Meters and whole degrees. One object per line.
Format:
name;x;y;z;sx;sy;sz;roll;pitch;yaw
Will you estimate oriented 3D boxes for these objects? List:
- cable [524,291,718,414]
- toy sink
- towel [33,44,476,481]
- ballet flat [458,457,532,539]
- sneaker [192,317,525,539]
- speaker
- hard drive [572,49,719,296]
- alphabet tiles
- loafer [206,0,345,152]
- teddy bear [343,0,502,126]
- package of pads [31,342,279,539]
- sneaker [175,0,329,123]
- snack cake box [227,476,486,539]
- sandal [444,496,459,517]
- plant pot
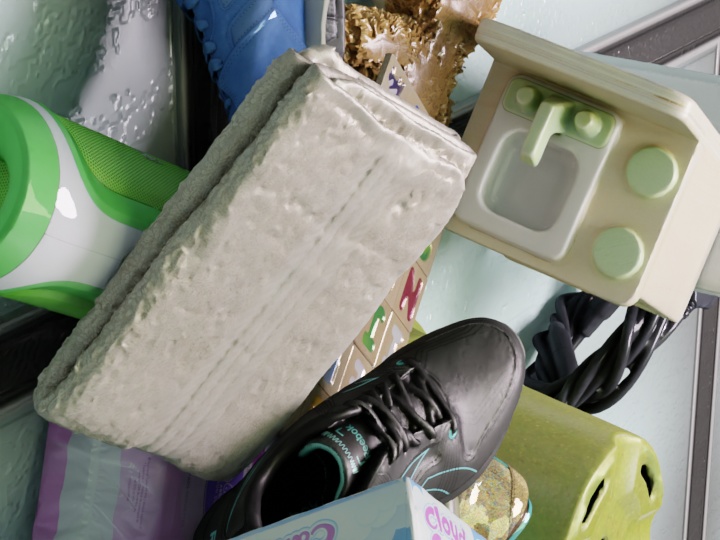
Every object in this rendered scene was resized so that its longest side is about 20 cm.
cable;0.166;0.030;1.331;0.051;0.163;0.200;49;54;-13
toy sink;0.126;-0.048;1.146;0.113;0.129;0.200;-67;161;-1
towel;-0.044;0.001;0.877;0.200;0.034;0.132;-51;141;10
ballet flat;0.009;0.175;1.049;0.201;0.071;0.071;-53;146;-1
sneaker;0.010;0.087;0.951;0.200;0.075;0.079;-39;169;-23
speaker;-0.115;-0.017;0.897;0.200;0.088;0.089;22;83;-59
hard drive;0.184;-0.062;1.259;0.026;0.199;0.133;24;82;-59
alphabet tiles;0.000;0.000;1.029;0.167;0.006;0.202;54;50;-59
loafer;-0.044;-0.077;1.021;0.071;0.063;0.202;-3;111;-22
teddy bear;0.007;-0.095;1.106;0.144;0.066;0.202;6;103;-49
package of pads;-0.079;0.099;1.017;0.199;0.075;0.122;4;98;-59
sneaker;-0.069;-0.119;0.915;0.077;0.110;0.202;162;-63;-78
snack cake box;-0.036;0.170;0.894;0.115;0.199;0.068;44;31;-48
sandal;-0.018;0.163;0.988;0.202;0.079;0.057;-57;142;-16
plant pot;0.068;0.137;1.164;0.200;0.183;0.202;-28;124;-52
